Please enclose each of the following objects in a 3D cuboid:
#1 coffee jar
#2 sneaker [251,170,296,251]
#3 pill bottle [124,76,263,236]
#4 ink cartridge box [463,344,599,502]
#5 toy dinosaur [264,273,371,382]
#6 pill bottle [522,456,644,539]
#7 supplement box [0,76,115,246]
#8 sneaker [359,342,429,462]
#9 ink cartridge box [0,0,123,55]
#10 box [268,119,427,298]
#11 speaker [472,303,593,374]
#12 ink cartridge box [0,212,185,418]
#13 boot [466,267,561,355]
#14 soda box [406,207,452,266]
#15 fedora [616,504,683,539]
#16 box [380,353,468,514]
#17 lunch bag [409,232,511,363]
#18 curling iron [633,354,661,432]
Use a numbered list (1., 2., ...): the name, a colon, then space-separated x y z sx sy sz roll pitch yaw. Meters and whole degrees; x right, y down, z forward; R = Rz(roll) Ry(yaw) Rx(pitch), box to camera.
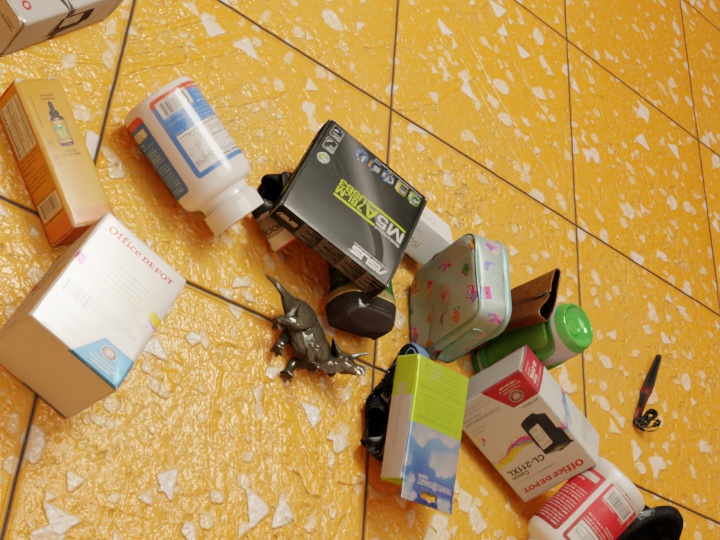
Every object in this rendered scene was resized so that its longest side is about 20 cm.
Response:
1. coffee jar: 0.000 0.000 1.584 0.104 0.085 0.202 21 54 -33
2. sneaker: -0.101 -0.123 1.562 0.088 0.073 0.201 48 48 -22
3. pill bottle: -0.221 -0.151 1.436 0.201 0.112 0.112 56 43 -6
4. ink cartridge box: 0.258 0.241 1.647 0.200 0.145 0.083 49 26 -11
5. toy dinosaur: -0.082 0.091 1.482 0.201 0.077 0.102 51 31 -3
6. pill bottle: 0.331 0.391 1.618 0.200 0.112 0.113 -42 100 -12
7. supplement box: -0.380 -0.136 1.310 0.066 0.069 0.202 -16 81 -47
8. sneaker: 0.050 0.184 1.544 0.078 0.070 0.202 38 48 -32
9. ink cartridge box: -0.425 -0.388 1.388 0.146 0.083 0.200 57 43 -4
10. box: -0.013 -0.093 1.535 0.199 0.047 0.194 39 47 -13
11. speaker: 0.275 0.122 1.697 0.088 0.199 0.089 21 55 -34
12. ink cartridge box: -0.311 0.044 1.233 0.129 0.125 0.201 44 45 -17
13. boot: 0.238 0.034 1.709 0.068 0.199 0.189 44 45 -16
14. soda box: 0.058 -0.092 1.692 0.199 0.064 0.068 37 24 -23
15. fedora: 0.436 0.434 1.737 0.199 0.202 0.092 12 27 -39
16. box: 0.092 0.233 1.496 0.121 0.047 0.202 28 64 -42
17. lunch bag: 0.151 0.050 1.624 0.076 0.200 0.162 11 60 -27
18. curling iron: 0.561 0.236 2.034 0.049 0.026 0.201 17 43 9
